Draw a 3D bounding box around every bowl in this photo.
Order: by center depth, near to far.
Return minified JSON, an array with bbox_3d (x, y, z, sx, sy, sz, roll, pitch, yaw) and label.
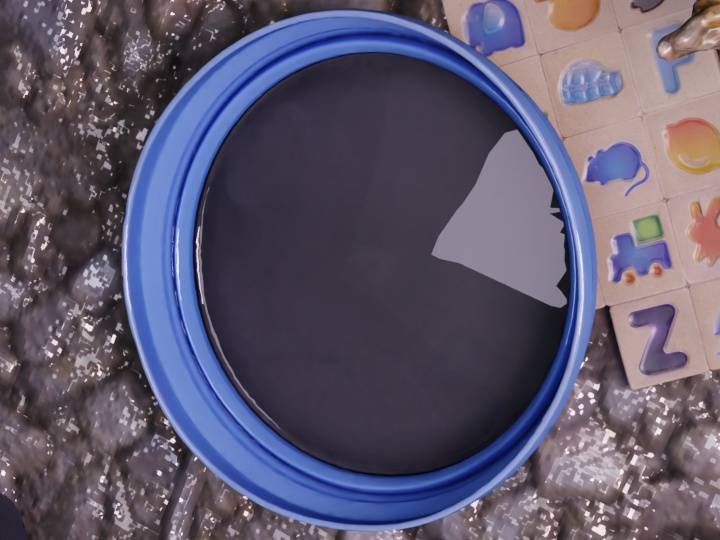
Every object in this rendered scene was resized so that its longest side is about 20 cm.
[{"bbox_3d":[0.000,0.000,0.820,0.199,0.039,0.203,3,97,25],"label":"bowl"}]

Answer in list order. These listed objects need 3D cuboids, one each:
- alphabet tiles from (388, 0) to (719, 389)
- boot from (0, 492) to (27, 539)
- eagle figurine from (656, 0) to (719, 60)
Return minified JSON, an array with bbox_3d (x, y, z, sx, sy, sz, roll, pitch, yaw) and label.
[{"bbox_3d":[0.112,-0.043,0.795,0.198,0.008,0.169,-16,89,22],"label":"alphabet tiles"},{"bbox_3d":[-0.201,0.191,0.914,0.096,0.074,0.202,6,90,33],"label":"boot"},{"bbox_3d":[0.198,-0.092,0.659,0.199,0.150,0.154,1,88,38],"label":"eagle figurine"}]
